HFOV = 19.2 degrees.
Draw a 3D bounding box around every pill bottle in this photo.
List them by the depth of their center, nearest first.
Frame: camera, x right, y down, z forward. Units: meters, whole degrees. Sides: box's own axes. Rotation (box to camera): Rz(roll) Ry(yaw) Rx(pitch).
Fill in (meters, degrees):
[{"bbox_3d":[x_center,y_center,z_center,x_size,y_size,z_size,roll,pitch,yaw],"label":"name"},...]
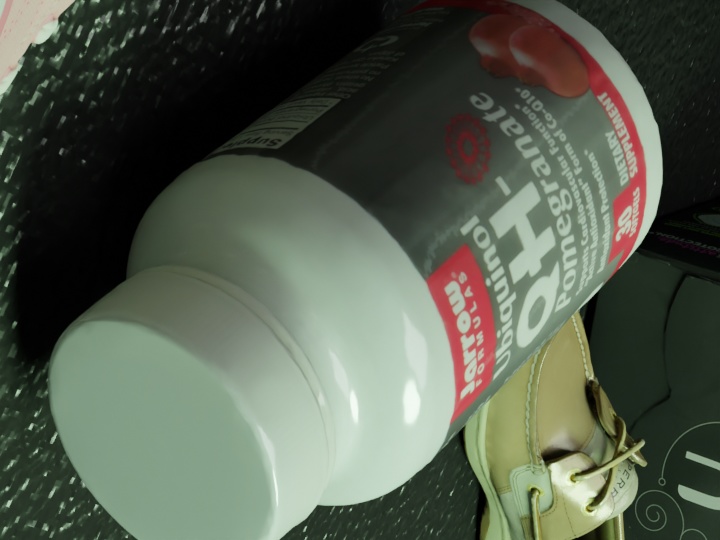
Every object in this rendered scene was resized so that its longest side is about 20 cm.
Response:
[{"bbox_3d":[0.000,0.000,0.639,0.200,0.110,0.111,-41,143,-43],"label":"pill bottle"}]

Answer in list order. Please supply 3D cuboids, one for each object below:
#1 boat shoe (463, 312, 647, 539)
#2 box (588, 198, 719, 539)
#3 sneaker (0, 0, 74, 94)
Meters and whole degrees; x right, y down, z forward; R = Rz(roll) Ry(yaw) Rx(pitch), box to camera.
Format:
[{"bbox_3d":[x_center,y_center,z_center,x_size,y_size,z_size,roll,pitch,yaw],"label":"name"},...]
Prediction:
[{"bbox_3d":[0.090,0.084,0.918,0.074,0.066,0.201,-50,149,-32],"label":"boat shoe"},{"bbox_3d":[0.200,0.054,1.030,0.200,0.124,0.150,-16,119,-57],"label":"box"},{"bbox_3d":[-0.077,-0.075,0.477,0.105,0.075,0.202,31,78,-58],"label":"sneaker"}]
